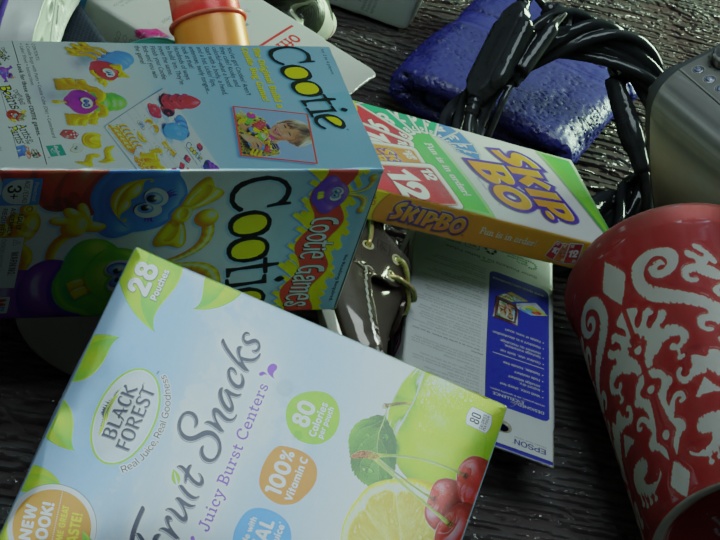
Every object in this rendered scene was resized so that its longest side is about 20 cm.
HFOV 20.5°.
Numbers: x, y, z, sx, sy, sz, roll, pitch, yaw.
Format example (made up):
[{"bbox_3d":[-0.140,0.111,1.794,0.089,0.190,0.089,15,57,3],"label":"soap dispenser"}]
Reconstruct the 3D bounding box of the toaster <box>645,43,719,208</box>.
[{"bbox_3d":[0.262,-0.044,1.277,0.113,0.201,0.129,-25,40,-16],"label":"toaster"}]

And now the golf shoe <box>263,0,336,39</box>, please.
[{"bbox_3d":[-0.106,-0.209,1.390,0.200,0.077,0.088,35,8,21],"label":"golf shoe"}]

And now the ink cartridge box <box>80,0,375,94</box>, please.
[{"bbox_3d":[-0.104,-0.135,1.278,0.200,0.068,0.115,33,36,12],"label":"ink cartridge box"}]

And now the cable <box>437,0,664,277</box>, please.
[{"bbox_3d":[0.131,-0.078,1.315,0.163,0.051,0.201,33,67,-20],"label":"cable"}]

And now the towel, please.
[{"bbox_3d":[0.120,-0.136,1.441,0.147,0.050,0.200,26,35,14],"label":"towel"}]

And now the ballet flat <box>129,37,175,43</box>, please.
[{"bbox_3d":[-0.160,-0.065,1.154,0.069,0.070,0.200,29,43,7],"label":"ballet flat"}]

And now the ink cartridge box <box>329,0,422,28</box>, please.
[{"bbox_3d":[-0.046,-0.271,1.508,0.199,0.047,0.160,19,36,-12],"label":"ink cartridge box"}]

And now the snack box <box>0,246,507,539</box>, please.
[{"bbox_3d":[-0.052,0.107,0.942,0.199,0.068,0.169,22,63,-1],"label":"snack box"}]

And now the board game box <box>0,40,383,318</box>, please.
[{"bbox_3d":[-0.106,-0.047,1.024,0.199,0.103,0.105,-1,44,-22],"label":"board game box"}]

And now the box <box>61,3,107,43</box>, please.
[{"bbox_3d":[-0.247,-0.137,1.151,0.157,0.051,0.200,-16,42,-20],"label":"box"}]

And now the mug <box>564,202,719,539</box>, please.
[{"bbox_3d":[0.219,0.080,1.147,0.177,0.134,0.201,11,40,-16],"label":"mug"}]

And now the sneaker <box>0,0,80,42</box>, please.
[{"bbox_3d":[-0.230,-0.171,1.090,0.146,0.081,0.201,8,45,2],"label":"sneaker"}]

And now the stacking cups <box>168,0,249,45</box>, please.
[{"bbox_3d":[-0.076,-0.088,1.161,0.060,0.060,0.201,-1,74,-32],"label":"stacking cups"}]

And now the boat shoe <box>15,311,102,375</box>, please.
[{"bbox_3d":[-0.087,0.049,1.057,0.199,0.072,0.069,23,38,15],"label":"boat shoe"}]

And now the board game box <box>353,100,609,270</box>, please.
[{"bbox_3d":[0.071,-0.049,1.202,0.199,0.030,0.096,15,33,-28],"label":"board game box"}]

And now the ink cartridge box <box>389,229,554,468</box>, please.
[{"bbox_3d":[0.066,0.046,1.177,0.094,0.037,0.200,20,33,-9],"label":"ink cartridge box"}]

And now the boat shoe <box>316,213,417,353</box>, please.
[{"bbox_3d":[0.000,0.000,1.155,0.059,0.072,0.200,-10,36,-2],"label":"boat shoe"}]
